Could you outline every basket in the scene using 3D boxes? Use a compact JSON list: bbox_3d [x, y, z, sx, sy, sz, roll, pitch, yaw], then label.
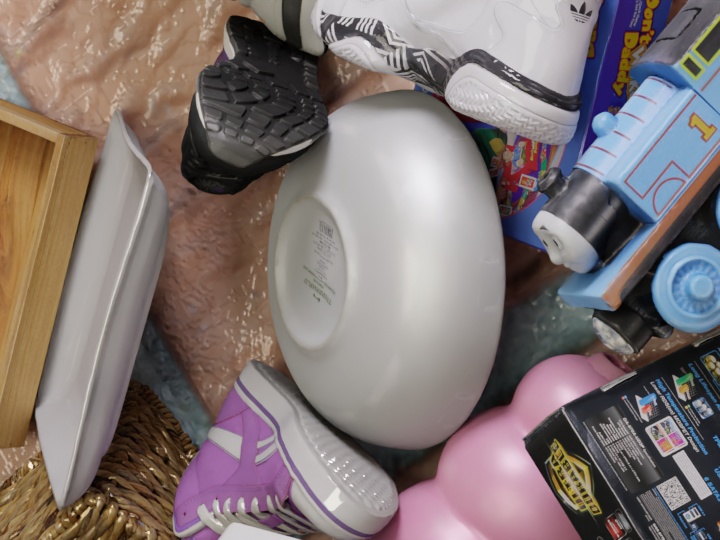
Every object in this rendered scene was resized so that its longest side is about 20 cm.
[{"bbox_3d":[-0.161,0.192,1.571,0.143,0.149,0.200,40,113,-16],"label":"basket"}]

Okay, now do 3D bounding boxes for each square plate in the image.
[{"bbox_3d":[-0.150,0.019,1.510,0.028,0.198,0.201,14,101,-14],"label":"square plate"}]

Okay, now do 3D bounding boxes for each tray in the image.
[{"bbox_3d":[-0.230,-0.001,1.603,0.098,0.037,0.201,22,102,34],"label":"tray"}]

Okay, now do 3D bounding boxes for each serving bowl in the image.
[{"bbox_3d":[0.000,0.000,1.423,0.200,0.066,0.201,2,93,59],"label":"serving bowl"}]

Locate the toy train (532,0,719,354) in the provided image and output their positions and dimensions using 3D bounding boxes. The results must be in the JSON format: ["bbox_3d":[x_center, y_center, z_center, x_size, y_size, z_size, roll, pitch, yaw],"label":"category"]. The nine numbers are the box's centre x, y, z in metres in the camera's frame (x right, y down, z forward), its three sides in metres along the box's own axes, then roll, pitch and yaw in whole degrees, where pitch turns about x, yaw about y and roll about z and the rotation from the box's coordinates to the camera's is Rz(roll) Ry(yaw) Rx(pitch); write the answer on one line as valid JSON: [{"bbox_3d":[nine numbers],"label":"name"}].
[{"bbox_3d":[0.172,-0.054,1.340,0.114,0.087,0.200,42,82,-10],"label":"toy train"}]

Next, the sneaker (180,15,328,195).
[{"bbox_3d":[-0.066,-0.072,1.447,0.076,0.200,0.088,24,109,-4],"label":"sneaker"}]

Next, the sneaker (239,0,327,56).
[{"bbox_3d":[0.011,-0.205,1.469,0.080,0.074,0.200,45,113,-3],"label":"sneaker"}]

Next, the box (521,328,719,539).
[{"bbox_3d":[0.198,0.135,1.332,0.200,0.159,0.046,58,142,12],"label":"box"}]

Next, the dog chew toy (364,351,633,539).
[{"bbox_3d":[0.086,0.132,1.412,0.124,0.124,0.200,39,104,20],"label":"dog chew toy"}]

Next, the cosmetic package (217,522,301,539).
[{"bbox_3d":[0.006,0.261,1.354,0.199,0.123,0.201,13,133,24],"label":"cosmetic package"}]

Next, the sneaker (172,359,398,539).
[{"bbox_3d":[-0.048,0.134,1.444,0.073,0.200,0.114,34,93,-21],"label":"sneaker"}]

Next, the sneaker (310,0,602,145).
[{"bbox_3d":[0.059,-0.146,1.372,0.200,0.075,0.115,30,100,47],"label":"sneaker"}]

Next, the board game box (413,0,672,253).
[{"bbox_3d":[0.097,-0.120,1.411,0.134,0.045,0.201,22,103,44],"label":"board game box"}]
